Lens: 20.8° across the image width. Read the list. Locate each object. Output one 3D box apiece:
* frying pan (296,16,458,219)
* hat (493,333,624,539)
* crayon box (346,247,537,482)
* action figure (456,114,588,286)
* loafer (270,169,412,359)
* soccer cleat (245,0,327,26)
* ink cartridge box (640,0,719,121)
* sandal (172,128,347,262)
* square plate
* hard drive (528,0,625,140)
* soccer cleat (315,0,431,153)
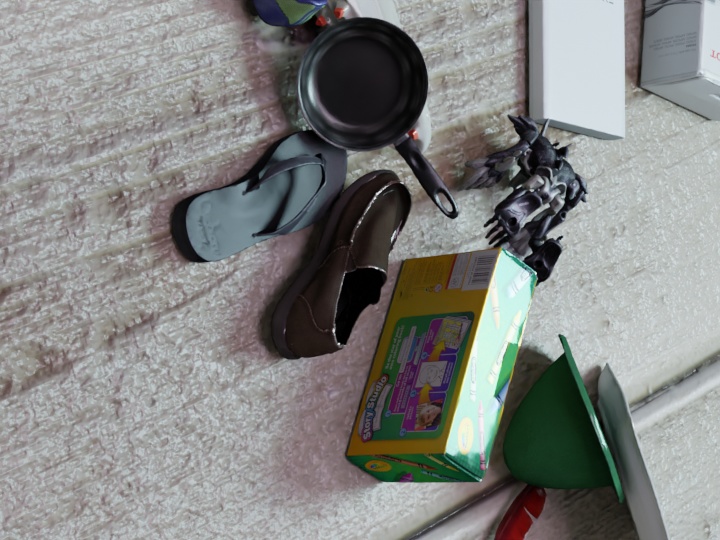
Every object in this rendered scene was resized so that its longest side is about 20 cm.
[{"bbox_3d":[0.032,-0.141,1.687,0.190,0.031,0.115,31,96,-15],"label":"frying pan"},{"bbox_3d":[0.142,0.174,1.845,0.200,0.175,0.166,-100,168,-66],"label":"hat"},{"bbox_3d":[0.072,0.083,1.717,0.058,0.118,0.201,35,62,-37],"label":"crayon box"},{"bbox_3d":[0.151,-0.069,1.834,0.119,0.102,0.200,52,26,-18],"label":"action figure"},{"bbox_3d":[0.000,0.000,1.680,0.200,0.071,0.073,-61,142,-27],"label":"loafer"},{"bbox_3d":[-0.065,-0.306,1.650,0.065,0.084,0.201,-9,92,-45],"label":"soccer cleat"},{"bbox_3d":[0.376,-0.275,2.092,0.145,0.085,0.201,17,71,-43],"label":"ink cartridge box"},{"bbox_3d":[-0.072,-0.059,1.642,0.200,0.043,0.076,-36,110,-42],"label":"sandal"},{"bbox_3d":[0.267,0.208,1.893,0.200,0.028,0.199,-85,158,-77],"label":"square plate"},{"bbox_3d":[0.218,-0.239,1.969,0.132,0.027,0.201,8,79,-45],"label":"hard drive"},{"bbox_3d":[0.016,-0.196,1.734,0.078,0.069,0.200,-46,114,-41],"label":"soccer cleat"}]
